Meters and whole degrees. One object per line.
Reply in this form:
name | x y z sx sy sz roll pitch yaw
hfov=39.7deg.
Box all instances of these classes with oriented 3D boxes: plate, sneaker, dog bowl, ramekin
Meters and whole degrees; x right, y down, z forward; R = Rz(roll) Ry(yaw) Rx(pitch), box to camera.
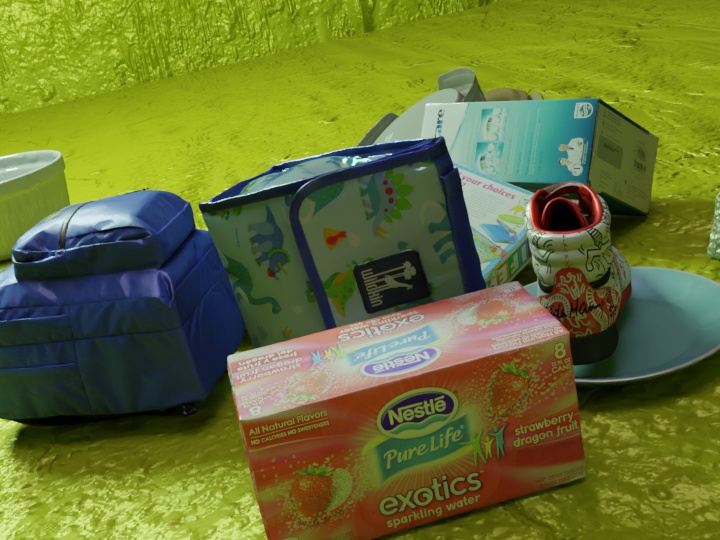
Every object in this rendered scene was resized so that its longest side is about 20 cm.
plate | 0.185 0.046 0.755 0.198 0.026 0.200 -10 21 4
sneaker | 0.165 -0.021 0.749 0.067 0.109 0.202 -5 21 17
dog bowl | 0.070 -0.152 1.182 0.199 0.059 0.200 -36 20 16
ramekin | -0.490 -0.085 1.357 0.198 0.106 0.200 -10 19 4

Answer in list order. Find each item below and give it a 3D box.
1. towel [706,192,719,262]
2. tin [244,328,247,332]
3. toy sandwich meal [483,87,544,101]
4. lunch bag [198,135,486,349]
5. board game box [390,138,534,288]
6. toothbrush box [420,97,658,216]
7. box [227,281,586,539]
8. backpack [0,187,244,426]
towel | 0.374 -0.060 0.781 0.036 0.150 0.199 7 2 -45
tin | -0.112 0.011 0.937 0.198 0.042 0.113 -9 43 23
toy sandwich meal | 0.146 -0.148 1.222 0.205 0.070 0.206 -36 21 16
lunch bag | 0.000 0.000 0.737 0.199 0.171 0.127 -7 19 36
board game box | 0.065 -0.045 0.926 0.199 0.034 0.134 27 56 36
toothbrush box | 0.178 -0.112 1.011 0.199 0.086 0.146 5 -6 40
box | 0.027 0.088 0.614 0.198 0.104 0.095 -13 20 -8
backpack | -0.216 0.030 0.819 0.198 0.169 0.163 -11 13 12
